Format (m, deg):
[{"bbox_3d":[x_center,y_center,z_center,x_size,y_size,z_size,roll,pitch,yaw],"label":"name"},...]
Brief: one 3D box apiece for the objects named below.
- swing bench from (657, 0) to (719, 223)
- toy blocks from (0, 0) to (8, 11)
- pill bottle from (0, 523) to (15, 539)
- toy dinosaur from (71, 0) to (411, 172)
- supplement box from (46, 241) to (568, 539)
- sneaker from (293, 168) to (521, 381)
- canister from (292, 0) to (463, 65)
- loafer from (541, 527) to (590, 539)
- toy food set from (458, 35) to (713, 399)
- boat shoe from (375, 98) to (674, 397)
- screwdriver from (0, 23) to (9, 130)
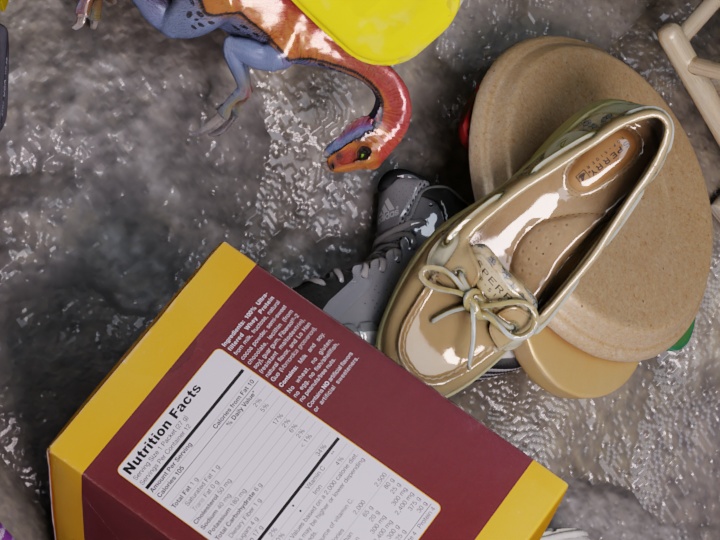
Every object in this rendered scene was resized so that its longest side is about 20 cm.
[{"bbox_3d":[0.301,-0.115,1.371,0.199,0.130,0.200,-47,136,-24],"label":"swing bench"},{"bbox_3d":[-0.255,-0.144,1.147,0.136,0.100,0.200,16,74,2],"label":"toy blocks"},{"bbox_3d":[-0.202,0.176,1.113,0.112,0.112,0.200,-43,101,-24],"label":"pill bottle"},{"bbox_3d":[-0.060,-0.126,1.205,0.181,0.200,0.105,24,76,19],"label":"toy dinosaur"},{"bbox_3d":[-0.032,0.126,1.118,0.200,0.197,0.133,35,67,10],"label":"supplement box"},{"bbox_3d":[0.000,0.000,1.262,0.200,0.075,0.116,4,75,-35],"label":"sneaker"},{"bbox_3d":[0.010,-0.207,1.226,0.149,0.087,0.200,45,30,-10],"label":"canister"},{"bbox_3d":[0.040,0.194,1.247,0.200,0.070,0.070,-20,85,-17],"label":"loafer"},{"bbox_3d":[0.130,-0.038,1.308,0.198,0.049,0.200,-30,95,-45],"label":"toy food set"},{"bbox_3d":[0.084,-0.013,1.198,0.073,0.063,0.200,41,86,-6],"label":"boat shoe"},{"bbox_3d":[-0.202,-0.032,1.194,0.028,0.029,0.200,8,82,-24],"label":"screwdriver"}]
